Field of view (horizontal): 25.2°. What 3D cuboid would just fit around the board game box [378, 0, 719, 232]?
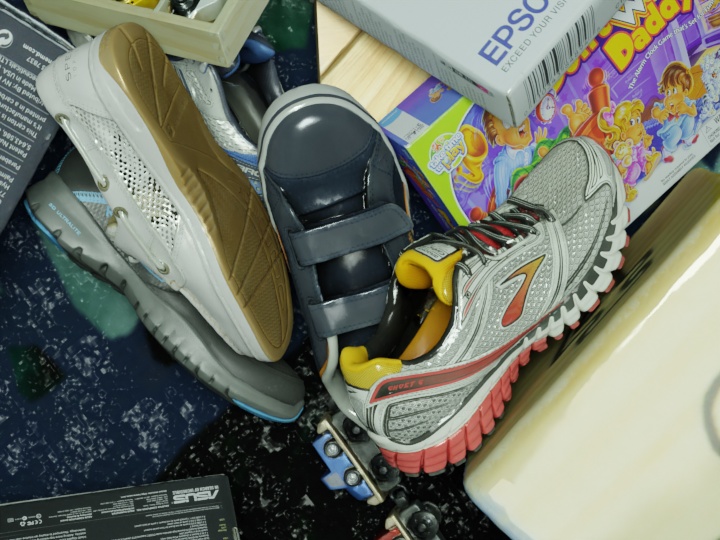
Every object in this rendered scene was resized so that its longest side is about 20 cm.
[{"bbox_3d":[0.122,-0.090,0.899,0.200,0.045,0.135,-42,121,-6],"label":"board game box"}]

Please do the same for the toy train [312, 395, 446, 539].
[{"bbox_3d":[0.031,0.160,0.931,0.046,0.034,0.201,-34,91,10],"label":"toy train"}]

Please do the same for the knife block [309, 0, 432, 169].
[{"bbox_3d":[0.058,-0.129,0.924,0.173,0.064,0.203,-3,88,-1],"label":"knife block"}]

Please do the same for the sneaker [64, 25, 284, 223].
[{"bbox_3d":[-0.087,-0.118,0.894,0.200,0.085,0.077,49,50,2],"label":"sneaker"}]

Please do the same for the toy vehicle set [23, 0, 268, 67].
[{"bbox_3d":[-0.084,-0.204,0.876,0.123,0.027,0.201,14,60,20],"label":"toy vehicle set"}]

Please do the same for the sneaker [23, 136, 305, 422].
[{"bbox_3d":[-0.096,0.002,0.911,0.200,0.073,0.082,45,82,-3],"label":"sneaker"}]

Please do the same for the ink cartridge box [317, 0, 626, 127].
[{"bbox_3d":[0.067,-0.203,0.862,0.199,0.043,0.197,36,78,23],"label":"ink cartridge box"}]

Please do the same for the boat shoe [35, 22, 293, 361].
[{"bbox_3d":[-0.101,-0.033,0.847,0.069,0.071,0.201,-17,117,23],"label":"boat shoe"}]

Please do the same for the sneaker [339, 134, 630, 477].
[{"bbox_3d":[0.066,0.006,0.818,0.201,0.077,0.082,-52,125,-20],"label":"sneaker"}]

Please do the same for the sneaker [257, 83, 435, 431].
[{"bbox_3d":[0.000,0.000,0.860,0.078,0.080,0.202,-19,126,-3],"label":"sneaker"}]

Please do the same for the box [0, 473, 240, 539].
[{"bbox_3d":[-0.153,0.193,0.833,0.197,0.044,0.161,-7,47,-12],"label":"box"}]

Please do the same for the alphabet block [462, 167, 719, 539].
[{"bbox_3d":[0.187,0.085,0.843,0.195,0.196,0.200,43,97,-2],"label":"alphabet block"}]

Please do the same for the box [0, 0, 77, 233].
[{"bbox_3d":[-0.255,-0.060,0.856,0.104,0.147,0.202,31,85,-38],"label":"box"}]
